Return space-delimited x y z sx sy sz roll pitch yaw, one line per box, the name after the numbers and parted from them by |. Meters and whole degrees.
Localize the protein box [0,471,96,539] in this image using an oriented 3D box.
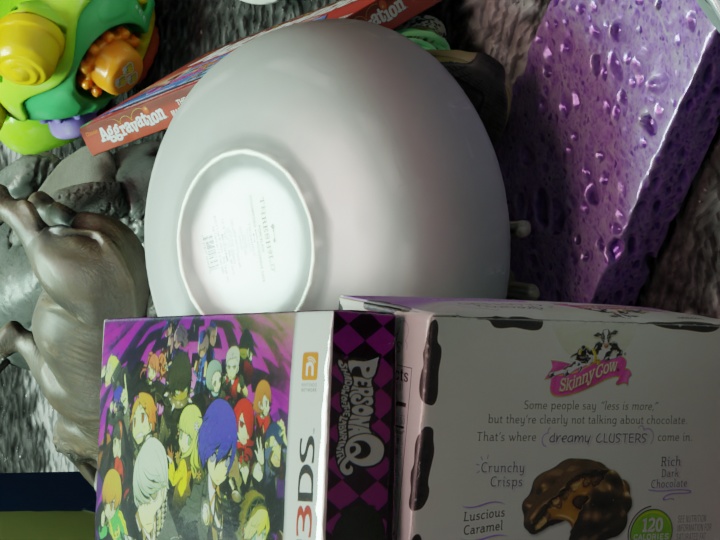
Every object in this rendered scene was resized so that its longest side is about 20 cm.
-0.195 0.228 1.490 0.135 0.197 0.202 26 110 55 | protein box

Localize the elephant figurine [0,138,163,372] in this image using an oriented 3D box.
-0.128 -0.021 1.449 0.200 0.141 0.156 -21 65 59 | elephant figurine

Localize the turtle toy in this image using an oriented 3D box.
-0.177 -0.135 1.569 0.200 0.101 0.147 -38 35 53 | turtle toy

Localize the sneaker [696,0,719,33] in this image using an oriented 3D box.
0.178 -0.097 1.041 0.071 0.073 0.201 -31 75 5 | sneaker

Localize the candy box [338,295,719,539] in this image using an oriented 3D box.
0.068 0.114 1.112 0.071 0.167 0.202 10 96 56 | candy box

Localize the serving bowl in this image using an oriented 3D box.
-0.030 -0.013 1.198 0.199 0.066 0.202 4 96 42 | serving bowl

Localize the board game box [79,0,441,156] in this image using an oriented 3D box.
-0.048 -0.106 1.349 0.199 0.103 0.020 -15 104 49 | board game box

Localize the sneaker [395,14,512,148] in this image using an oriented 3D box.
0.017 -0.092 1.282 0.200 0.077 0.089 -15 47 63 | sneaker

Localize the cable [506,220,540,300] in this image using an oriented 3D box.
0.000 0.000 1.260 0.199 0.050 0.098 22 105 47 | cable

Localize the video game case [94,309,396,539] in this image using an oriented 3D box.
-0.053 0.109 1.113 0.200 0.036 0.183 -2 84 58 | video game case

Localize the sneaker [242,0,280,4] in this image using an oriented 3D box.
-0.080 -0.231 1.466 0.074 0.082 0.201 -40 76 29 | sneaker

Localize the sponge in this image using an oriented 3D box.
0.112 -0.076 1.181 0.112 0.030 0.201 55 133 44 | sponge

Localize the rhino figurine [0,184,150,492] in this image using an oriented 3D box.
-0.142 0.045 1.377 0.087 0.060 0.201 26 137 29 | rhino figurine
